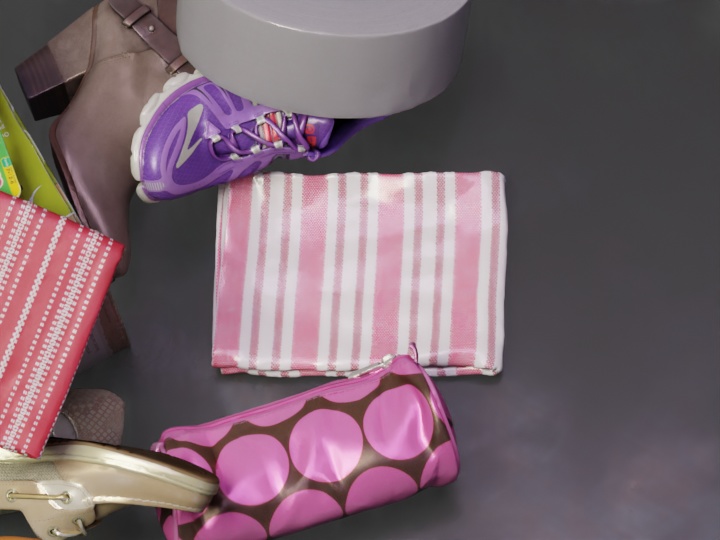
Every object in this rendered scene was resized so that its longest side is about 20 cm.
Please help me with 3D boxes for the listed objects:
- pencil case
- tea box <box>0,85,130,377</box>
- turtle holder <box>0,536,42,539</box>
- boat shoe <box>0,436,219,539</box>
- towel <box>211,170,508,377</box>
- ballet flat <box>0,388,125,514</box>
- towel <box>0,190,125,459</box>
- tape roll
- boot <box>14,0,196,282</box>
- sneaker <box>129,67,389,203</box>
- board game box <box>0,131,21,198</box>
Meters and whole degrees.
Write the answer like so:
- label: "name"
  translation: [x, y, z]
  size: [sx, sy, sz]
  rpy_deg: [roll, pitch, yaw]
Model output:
- label: "pencil case"
  translation: [-0.039, 0.119, 1.720]
  size: [0.199, 0.091, 0.094]
  rpy_deg: [-18, 99, -5]
- label: "tea box"
  translation: [-0.261, -0.027, 1.726]
  size: [0.133, 0.200, 0.197]
  rpy_deg: [-29, 71, -8]
- label: "turtle holder"
  translation: [-0.205, 0.251, 1.648]
  size: [0.131, 0.141, 0.186]
  rpy_deg: [-15, 54, -25]
- label: "boat shoe"
  translation: [-0.185, 0.138, 1.662]
  size: [0.199, 0.072, 0.065]
  rpy_deg: [7, 86, 13]
- label: "towel"
  translation: [0.000, 0.000, 1.794]
  size: [0.199, 0.030, 0.147]
  rpy_deg: [0, 69, 3]
- label: "ballet flat"
  translation: [-0.243, 0.132, 1.734]
  size: [0.199, 0.062, 0.068]
  rpy_deg: [-23, 86, -5]
- label: "towel"
  translation: [-0.258, 0.012, 1.585]
  size: [0.199, 0.022, 0.145]
  rpy_deg: [22, 90, -8]
- label: "tape roll"
  translation: [-0.025, -0.183, 1.795]
  size: [0.199, 0.066, 0.201]
  rpy_deg: [6, 34, -4]
- label: "boot"
  translation: [-0.144, -0.104, 1.823]
  size: [0.146, 0.070, 0.201]
  rpy_deg: [-21, 70, -8]
- label: "sneaker"
  translation: [-0.064, -0.100, 1.773]
  size: [0.199, 0.081, 0.083]
  rpy_deg: [-26, 33, -27]
- label: "board game box"
  translation: [-0.310, -0.047, 1.616]
  size: [0.199, 0.030, 0.096]
  rpy_deg: [-21, 71, -1]
